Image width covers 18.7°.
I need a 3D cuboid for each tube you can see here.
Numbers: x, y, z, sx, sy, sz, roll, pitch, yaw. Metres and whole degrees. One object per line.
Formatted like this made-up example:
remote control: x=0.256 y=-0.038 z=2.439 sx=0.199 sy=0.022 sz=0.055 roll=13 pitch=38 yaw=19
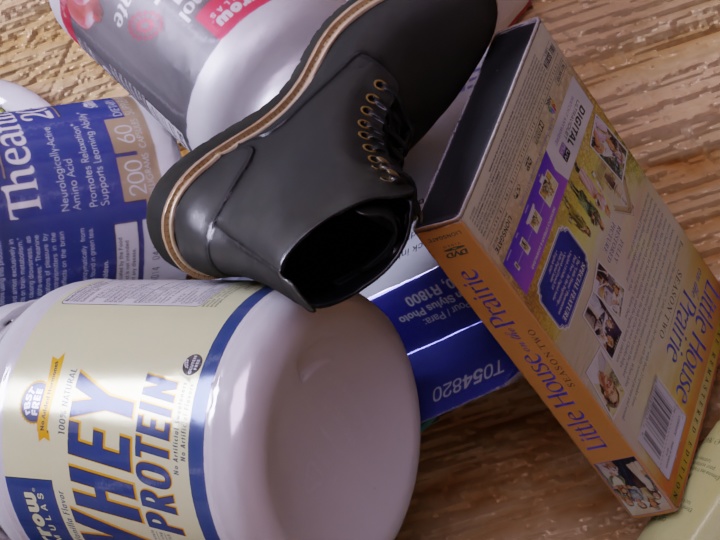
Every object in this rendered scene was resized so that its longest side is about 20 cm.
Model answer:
tube: x=0.137 y=0.161 z=1.046 sx=0.052 sy=0.058 sz=0.200 roll=28 pitch=72 yaw=35

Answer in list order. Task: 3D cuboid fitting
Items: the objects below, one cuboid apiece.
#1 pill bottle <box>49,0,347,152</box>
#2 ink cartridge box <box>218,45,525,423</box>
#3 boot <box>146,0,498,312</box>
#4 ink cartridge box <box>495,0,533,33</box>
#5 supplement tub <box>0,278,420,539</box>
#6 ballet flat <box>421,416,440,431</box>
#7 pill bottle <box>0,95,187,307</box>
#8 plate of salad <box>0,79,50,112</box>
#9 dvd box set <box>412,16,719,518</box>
pill bottle: x=-0.064 y=-0.114 z=1.122 sx=0.111 sy=0.111 sz=0.200 roll=-42 pitch=57 yaw=-8
ink cartridge box: x=0.000 y=0.000 z=1.112 sx=0.199 sy=0.041 sz=0.200 roll=-26 pitch=40 yaw=30
boot: x=0.013 y=-0.056 z=0.974 sx=0.200 sy=0.077 sz=0.138 roll=-46 pitch=29 yaw=-12
ink cartridge box: x=-0.024 y=-0.171 z=1.252 sx=0.200 sy=0.086 sz=0.148 roll=36 pitch=78 yaw=30
supplement tub: x=-0.088 y=0.076 z=1.032 sx=0.200 sy=0.145 sz=0.145 roll=0 pitch=62 yaw=36
ballet flat: x=0.044 y=0.006 z=1.160 sx=0.072 sy=0.072 sz=0.200 roll=26 pitch=74 yaw=26
pill bottle: x=-0.198 y=-0.027 z=1.161 sx=0.200 sy=0.111 sz=0.111 roll=-10 pitch=57 yaw=-19
plate of salad: x=-0.262 y=-0.042 z=1.263 sx=0.200 sy=0.048 sz=0.200 roll=-9 pitch=51 yaw=11
dvd box set: x=0.108 y=-0.001 z=1.043 sx=0.029 sy=0.200 sz=0.146 roll=-16 pitch=36 yaw=36
